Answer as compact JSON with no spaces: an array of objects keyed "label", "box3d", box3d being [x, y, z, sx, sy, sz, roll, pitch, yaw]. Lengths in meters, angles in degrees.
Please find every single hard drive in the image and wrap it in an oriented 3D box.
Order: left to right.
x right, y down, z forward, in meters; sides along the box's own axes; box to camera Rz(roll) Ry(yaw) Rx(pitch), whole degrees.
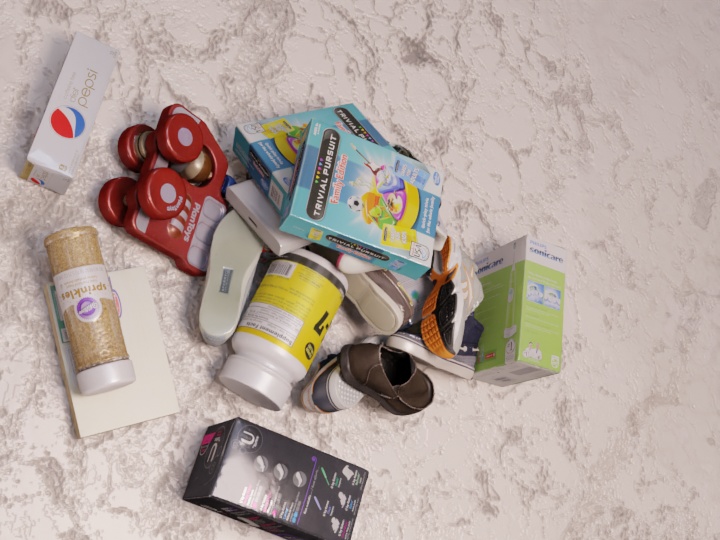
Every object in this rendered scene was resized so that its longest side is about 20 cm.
[{"label":"hard drive","box3d":[-0.072,-0.099,1.274,0.199,0.026,0.132,-23,56,-35]}]

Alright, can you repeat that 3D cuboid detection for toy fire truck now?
[{"label":"toy fire truck","box3d":[-0.245,-0.112,1.228,0.168,0.111,0.202,36,59,-43]}]

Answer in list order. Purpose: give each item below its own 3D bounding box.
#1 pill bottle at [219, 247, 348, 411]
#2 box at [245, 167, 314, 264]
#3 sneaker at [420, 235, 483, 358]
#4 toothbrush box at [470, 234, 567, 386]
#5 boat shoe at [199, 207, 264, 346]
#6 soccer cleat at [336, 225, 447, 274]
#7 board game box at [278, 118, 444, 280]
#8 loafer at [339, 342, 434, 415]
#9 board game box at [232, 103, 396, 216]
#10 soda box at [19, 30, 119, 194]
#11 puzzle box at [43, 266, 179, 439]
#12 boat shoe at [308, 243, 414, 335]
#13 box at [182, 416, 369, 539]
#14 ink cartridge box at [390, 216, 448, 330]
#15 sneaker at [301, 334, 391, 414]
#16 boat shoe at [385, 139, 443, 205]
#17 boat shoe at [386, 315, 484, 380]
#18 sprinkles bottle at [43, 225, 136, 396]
[{"label":"pill bottle","box3d":[-0.105,0.080,1.227,0.114,0.114,0.201,33,69,-16]},{"label":"box","box3d":[-0.112,-0.110,1.330,0.109,0.035,0.202,5,73,-28]},{"label":"sneaker","box3d":[0.143,0.045,1.298,0.092,0.075,0.202,30,46,-28]},{"label":"toothbrush box","box3d":[0.240,0.066,1.408,0.085,0.145,0.202,16,67,-24]},{"label":"boat shoe","box3d":[-0.182,0.009,1.237,0.069,0.072,0.203,17,63,-8]},{"label":"soccer cleat","box3d":[0.050,-0.034,1.250,0.086,0.070,0.199,38,39,18]},{"label":"board game box","box3d":[0.006,-0.093,1.183,0.198,0.047,0.152,20,60,-17]},{"label":"loafer","box3d":[0.052,0.151,1.249,0.199,0.071,0.074,29,53,-48]},{"label":"board game box","box3d":[-0.058,-0.161,1.278,0.198,0.047,0.151,-17,53,-31]},{"label":"soda box","box3d":[-0.382,-0.208,1.190,0.063,0.068,0.202,21,66,-22]},{"label":"puzzle box","box3d":[-0.318,0.101,1.159,0.132,0.025,0.202,-10,80,-30]},{"label":"boat shoe","box3d":[0.000,0.000,1.295,0.200,0.072,0.059,50,40,8]},{"label":"box","box3d":[-0.109,0.277,1.165,0.199,0.122,0.107,26,65,-20]},{"label":"ink cartridge box","box3d":[0.070,-0.023,1.381,0.136,0.076,0.202,-22,88,-32]},{"label":"sneaker","box3d":[-0.012,0.146,1.292,0.199,0.079,0.079,-21,93,-57]},{"label":"boat shoe","box3d":[0.059,-0.160,1.377,0.075,0.061,0.200,-25,56,-34]},{"label":"boat shoe","box3d":[0.113,0.096,1.335,0.199,0.074,0.094,27,78,-52]},{"label":"sprinkles bottle","box3d":[-0.334,0.049,1.111,0.068,0.068,0.202,-12,81,-31]}]
